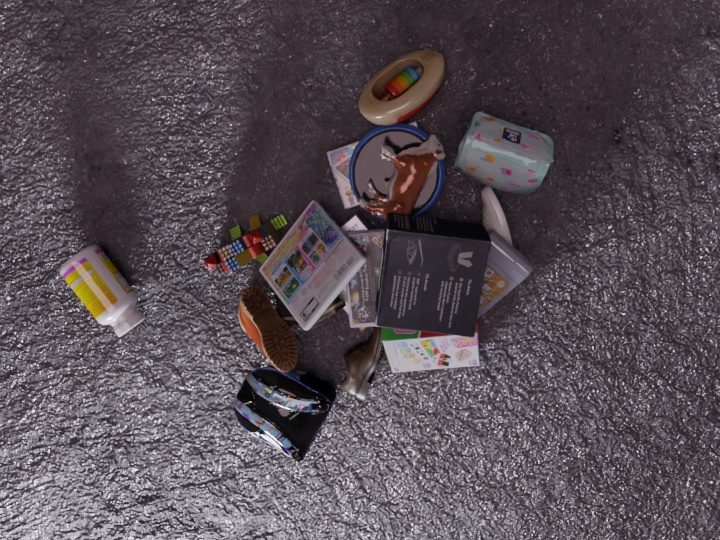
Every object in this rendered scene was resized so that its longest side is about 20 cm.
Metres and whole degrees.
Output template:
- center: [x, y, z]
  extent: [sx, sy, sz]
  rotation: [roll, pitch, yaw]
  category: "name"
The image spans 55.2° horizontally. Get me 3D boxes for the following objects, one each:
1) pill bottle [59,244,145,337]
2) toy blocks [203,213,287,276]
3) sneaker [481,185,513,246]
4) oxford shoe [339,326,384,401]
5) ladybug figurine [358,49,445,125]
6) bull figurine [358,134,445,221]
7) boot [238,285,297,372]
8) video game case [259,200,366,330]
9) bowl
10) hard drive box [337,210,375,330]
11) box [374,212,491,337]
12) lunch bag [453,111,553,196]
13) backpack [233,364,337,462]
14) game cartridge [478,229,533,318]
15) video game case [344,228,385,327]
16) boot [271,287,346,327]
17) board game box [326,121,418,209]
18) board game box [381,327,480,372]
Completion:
- center: [-0.576, 0.049, 1.552]
  extent: [0.104, 0.104, 0.201]
  rotation: [-35, 96, 14]
  category: "pill bottle"
- center: [-0.254, -0.043, 1.472]
  extent: [0.199, 0.137, 0.101]
  rotation: [-28, 98, 13]
  category: "toy blocks"
- center: [0.267, -0.072, 1.428]
  extent: [0.084, 0.073, 0.202]
  rotation: [-15, 102, 8]
  category: "sneaker"
- center: [0.005, 0.189, 1.524]
  extent: [0.084, 0.073, 0.202]
  rotation: [23, 105, 4]
  category: "oxford shoe"
- center: [0.089, -0.358, 1.368]
  extent: [0.199, 0.136, 0.072]
  rotation: [-36, 141, 0]
  category: "ladybug figurine"
- center: [0.082, -0.183, 1.356]
  extent: [0.120, 0.065, 0.202]
  rotation: [24, 105, 1]
  category: "bull figurine"
- center: [-0.207, 0.140, 1.515]
  extent: [0.075, 0.107, 0.201]
  rotation: [-23, 77, -31]
  category: "boot"
- center: [-0.103, -0.012, 1.424]
  extent: [0.200, 0.024, 0.182]
  rotation: [-50, 62, 17]
  category: "video game case"
- center: [0.072, -0.198, 1.407]
  extent: [0.198, 0.039, 0.203]
  rotation: [2, 105, 7]
  category: "bowl"
- center: [0.000, 0.000, 1.479]
  extent: [0.156, 0.077, 0.200]
  rotation: [-40, 95, 13]
  category: "hard drive box"
- center: [0.135, 0.008, 1.333]
  extent: [0.197, 0.118, 0.199]
  rotation: [7, 111, 0]
  category: "box"
- center: [0.273, -0.222, 1.324]
  extent: [0.169, 0.200, 0.123]
  rotation: [21, 96, 3]
  category: "lunch bag"
- center: [-0.173, 0.298, 1.540]
  extent: [0.198, 0.135, 0.184]
  rotation: [28, 105, 0]
  category: "backpack"
- center: [0.245, 0.011, 1.430]
  extent: [0.133, 0.042, 0.200]
  rotation: [37, 131, -5]
  category: "game cartridge"
- center: [0.057, 0.014, 1.425]
  extent: [0.179, 0.023, 0.203]
  rotation: [-4, 103, 7]
  category: "video game case"
- center: [-0.130, 0.043, 1.474]
  extent: [0.199, 0.077, 0.140]
  rotation: [-15, 97, 41]
  category: "boot"
- center: [0.042, -0.220, 1.444]
  extent: [0.198, 0.035, 0.128]
  rotation: [-17, 101, 11]
  category: "board game box"
- center: [0.153, 0.161, 1.467]
  extent: [0.197, 0.041, 0.154]
  rotation: [-5, 145, 8]
  category: "board game box"
